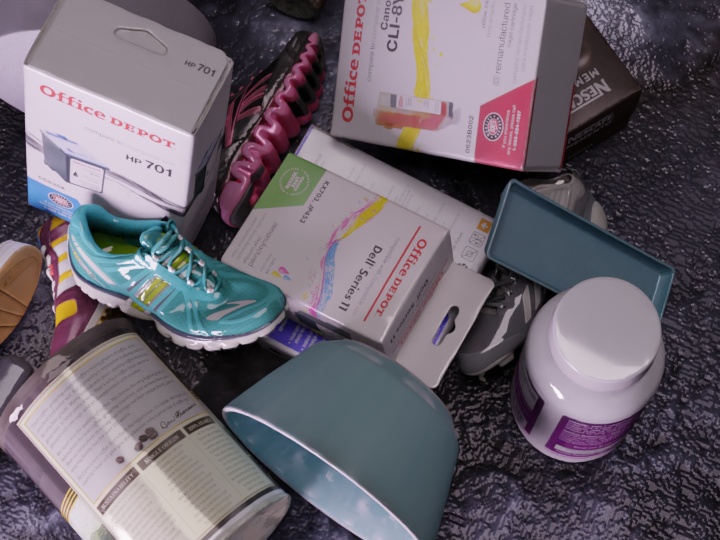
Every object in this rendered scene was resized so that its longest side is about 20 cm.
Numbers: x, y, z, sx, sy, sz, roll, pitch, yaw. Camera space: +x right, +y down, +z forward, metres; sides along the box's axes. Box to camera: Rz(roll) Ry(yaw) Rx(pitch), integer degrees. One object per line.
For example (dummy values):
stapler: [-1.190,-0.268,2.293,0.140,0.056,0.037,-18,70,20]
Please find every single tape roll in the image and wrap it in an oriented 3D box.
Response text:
tape roll: [-0.226,-0.185,1.300,0.198,0.201,0.067,8,69,2]

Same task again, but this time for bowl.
bowl: [0.000,0.131,1.189,0.200,0.201,0.105,35,73,11]

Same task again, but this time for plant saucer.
plant saucer: [0.186,-0.006,1.278,0.199,0.019,0.071,25,78,-29]

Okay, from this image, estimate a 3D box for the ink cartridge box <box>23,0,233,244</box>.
ink cartridge box: [-0.190,-0.109,1.213,0.145,0.201,0.087,23,60,3]

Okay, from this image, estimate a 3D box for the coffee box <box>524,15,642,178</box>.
coffee box: [0.151,-0.199,1.373,0.112,0.080,0.201,-30,73,-11]

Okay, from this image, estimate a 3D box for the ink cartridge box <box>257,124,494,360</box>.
ink cartridge box: [-0.003,0.000,1.319,0.198,0.043,0.199,28,73,7]

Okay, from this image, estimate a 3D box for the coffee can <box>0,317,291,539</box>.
coffee can: [-0.173,0.160,1.204,0.146,0.147,0.200,-41,75,-14]

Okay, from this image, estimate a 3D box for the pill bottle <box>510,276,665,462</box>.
pill bottle: [0.183,0.078,1.209,0.111,0.200,0.114,0,70,-1]

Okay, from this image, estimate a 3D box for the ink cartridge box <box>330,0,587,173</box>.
ink cartridge box: [0.080,-0.171,1.295,0.198,0.083,0.147,13,101,32]

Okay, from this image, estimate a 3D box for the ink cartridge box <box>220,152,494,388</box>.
ink cartridge box: [0.000,0.000,1.247,0.198,0.067,0.118,26,72,18]

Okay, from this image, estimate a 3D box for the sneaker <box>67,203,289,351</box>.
sneaker: [-0.152,0.004,1.204,0.198,0.080,0.078,18,47,16]

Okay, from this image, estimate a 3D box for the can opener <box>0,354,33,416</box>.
can opener: [-0.347,0.155,1.255,0.066,0.053,0.201,26,71,8]

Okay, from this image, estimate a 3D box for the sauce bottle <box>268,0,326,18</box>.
sauce bottle: [-0.029,-0.336,1.430,0.064,0.065,0.202,21,70,7]

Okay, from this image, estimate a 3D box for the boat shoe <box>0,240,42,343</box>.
boat shoe: [-0.348,0.049,1.268,0.069,0.071,0.201,37,91,26]

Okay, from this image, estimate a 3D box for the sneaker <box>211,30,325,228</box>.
sneaker: [-0.102,-0.140,1.360,0.095,0.079,0.201,21,70,19]

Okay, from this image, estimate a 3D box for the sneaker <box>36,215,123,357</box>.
sneaker: [-0.245,0.006,1.302,0.089,0.075,0.202,16,62,4]

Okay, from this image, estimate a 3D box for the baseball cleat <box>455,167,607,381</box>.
baseball cleat: [0.131,-0.006,1.294,0.200,0.069,0.107,-49,118,-24]
